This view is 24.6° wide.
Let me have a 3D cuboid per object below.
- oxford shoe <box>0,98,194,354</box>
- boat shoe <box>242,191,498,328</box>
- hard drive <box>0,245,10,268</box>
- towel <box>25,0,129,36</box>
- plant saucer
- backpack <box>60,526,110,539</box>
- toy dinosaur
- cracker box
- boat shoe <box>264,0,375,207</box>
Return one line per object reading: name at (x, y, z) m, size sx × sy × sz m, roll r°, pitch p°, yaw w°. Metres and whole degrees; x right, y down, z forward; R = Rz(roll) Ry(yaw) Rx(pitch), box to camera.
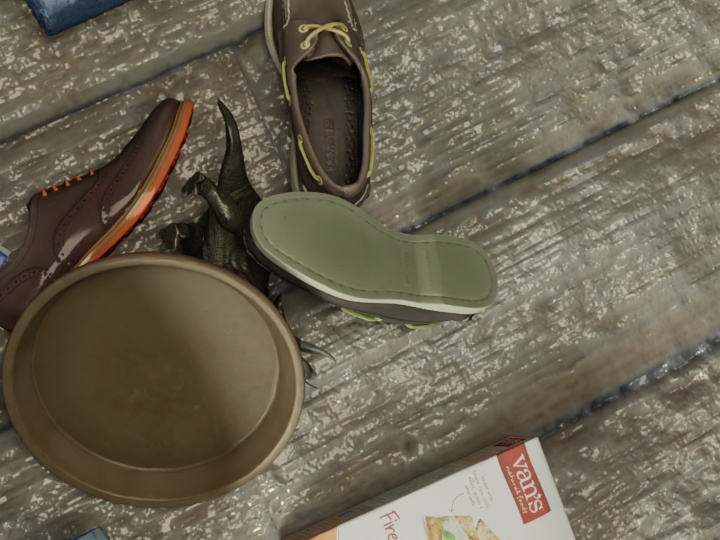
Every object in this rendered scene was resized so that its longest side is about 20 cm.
oxford shoe at (-0.184, -0.044, 1.114) m, size 0.072 × 0.071 × 0.201 m, roll 35°, pitch 77°, yaw -4°
boat shoe at (0.000, 0.000, 1.136) m, size 0.199 × 0.060 × 0.073 m, roll 15°, pitch 61°, yaw -31°
hard drive at (-0.345, -0.014, 1.067) m, size 0.199 × 0.025 × 0.133 m, roll 35°, pitch 98°, yaw -10°
towel at (-0.160, -0.251, 1.152) m, size 0.199 × 0.048 × 0.113 m, roll -30°, pitch 93°, yaw -17°
plant saucer at (-0.135, 0.070, 1.086) m, size 0.197 × 0.030 × 0.202 m, roll -2°, pitch 121°, yaw -2°
backpack at (-0.187, 0.241, 1.020) m, size 0.199 × 0.154 × 0.164 m, roll 4°, pitch 122°, yaw -51°
toy dinosaur at (-0.091, -0.012, 1.137) m, size 0.076 × 0.102 × 0.203 m, roll -20°, pitch 75°, yaw 24°
cracker box at (0.055, 0.215, 1.159) m, size 0.198 × 0.058 × 0.135 m, roll -22°, pitch 91°, yaw -17°
boat shoe at (-0.025, -0.139, 1.162) m, size 0.071 × 0.060 × 0.203 m, roll -2°, pitch 76°, yaw -16°
